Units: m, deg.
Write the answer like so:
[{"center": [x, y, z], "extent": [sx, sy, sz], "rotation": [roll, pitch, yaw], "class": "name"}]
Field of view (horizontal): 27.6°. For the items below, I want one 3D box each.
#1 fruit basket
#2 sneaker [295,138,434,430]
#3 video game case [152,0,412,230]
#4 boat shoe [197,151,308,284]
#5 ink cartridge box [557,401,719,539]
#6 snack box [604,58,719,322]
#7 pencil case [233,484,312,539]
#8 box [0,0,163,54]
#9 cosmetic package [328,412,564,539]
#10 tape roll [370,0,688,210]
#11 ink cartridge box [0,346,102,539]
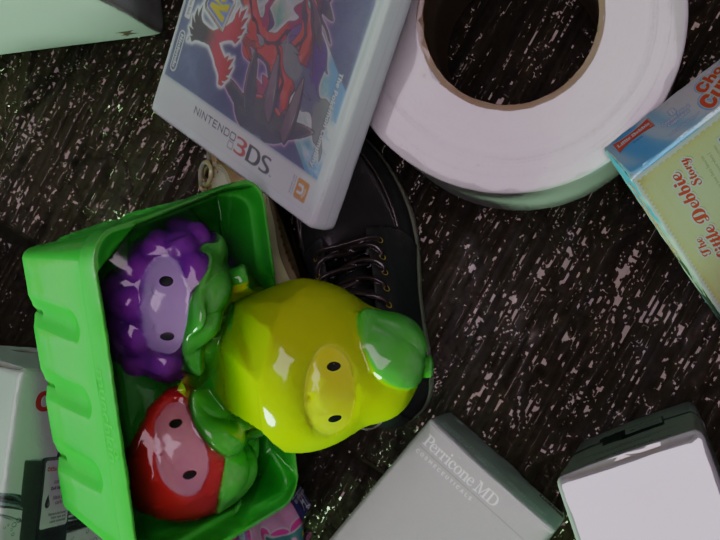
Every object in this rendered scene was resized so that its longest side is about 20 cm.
[{"center": [-0.072, 0.059, 0.815], "extent": [0.214, 0.155, 0.218], "rotation": [15, 115, 35], "class": "fruit basket"}, {"center": [0.000, 0.000, 0.917], "extent": [0.074, 0.106, 0.202], "rotation": [-17, 86, 9], "class": "sneaker"}, {"center": [-0.044, -0.152, 0.857], "extent": [0.182, 0.023, 0.202], "rotation": [36, 113, 42], "class": "video game case"}, {"center": [-0.076, -0.021, 0.950], "extent": [0.063, 0.073, 0.202], "rotation": [-18, 93, 4], "class": "boat shoe"}, {"center": [0.179, 0.162, 0.836], "extent": [0.082, 0.200, 0.148], "rotation": [-20, 84, 11], "class": "ink cartridge box"}, {"center": [0.234, -0.036, 0.847], "extent": [0.116, 0.200, 0.037], "rotation": [-37, 40, 6], "class": "snack box"}, {"center": [-0.109, 0.211, 0.897], "extent": [0.087, 0.088, 0.200], "rotation": [32, 54, 9], "class": "pencil case"}, {"center": [-0.249, -0.234, 0.919], "extent": [0.197, 0.200, 0.173], "rotation": [-5, 89, 9], "class": "box"}, {"center": [0.026, 0.197, 0.918], "extent": [0.107, 0.090, 0.201], "rotation": [38, 98, 11], "class": "cosmetic package"}, {"center": [0.095, -0.141, 0.889], "extent": [0.201, 0.139, 0.205], "rotation": [0, 89, 9], "class": "tape roll"}, {"center": [-0.201, 0.153, 0.912], "extent": [0.082, 0.146, 0.202], "rotation": [8, 90, 33], "class": "ink cartridge box"}]
